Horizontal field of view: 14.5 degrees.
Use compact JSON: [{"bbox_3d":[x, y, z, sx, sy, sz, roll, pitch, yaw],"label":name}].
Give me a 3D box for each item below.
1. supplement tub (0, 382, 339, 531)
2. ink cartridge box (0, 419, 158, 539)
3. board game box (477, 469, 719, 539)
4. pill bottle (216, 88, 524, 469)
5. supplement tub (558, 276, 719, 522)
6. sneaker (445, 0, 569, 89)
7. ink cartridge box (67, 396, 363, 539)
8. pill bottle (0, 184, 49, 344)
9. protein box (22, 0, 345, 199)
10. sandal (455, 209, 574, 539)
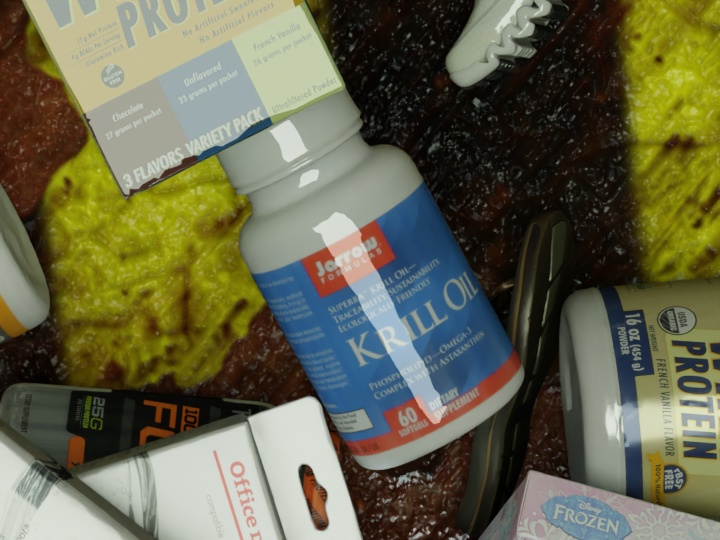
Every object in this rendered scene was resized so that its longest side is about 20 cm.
[{"bbox_3d":[-0.115,0.133,1.641,0.199,0.123,0.123,4,99,-3],"label":"supplement tub"},{"bbox_3d":[-0.191,0.167,1.468,0.200,0.084,0.145,38,88,0],"label":"ink cartridge box"},{"bbox_3d":[0.164,0.189,1.627,0.199,0.199,0.044,16,65,-4],"label":"board game box"},{"bbox_3d":[0.000,0.000,1.575,0.112,0.112,0.201,-29,100,3],"label":"pill bottle"},{"bbox_3d":[0.221,0.074,1.634,0.199,0.144,0.145,-5,99,-1],"label":"supplement tub"},{"bbox_3d":[0.104,-0.196,1.630,0.081,0.075,0.200,35,94,7],"label":"sneaker"},{"bbox_3d":[-0.101,0.151,1.547,0.199,0.067,0.116,-18,91,-2],"label":"ink cartridge box"},{"bbox_3d":[-0.289,0.018,1.620,0.199,0.116,0.117,-26,99,3],"label":"pill bottle"},{"bbox_3d":[-0.115,-0.168,1.554,0.134,0.199,0.201,-27,99,0],"label":"protein box"},{"bbox_3d":[0.080,0.059,1.672,0.054,0.082,0.201,18,106,17],"label":"sandal"}]
